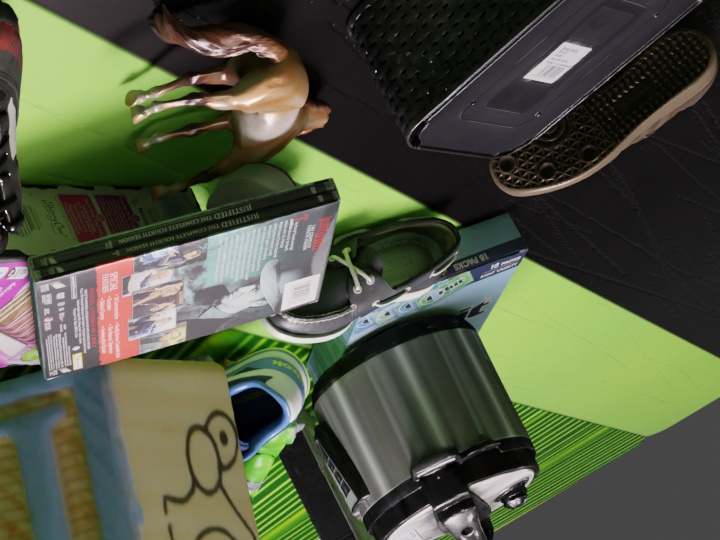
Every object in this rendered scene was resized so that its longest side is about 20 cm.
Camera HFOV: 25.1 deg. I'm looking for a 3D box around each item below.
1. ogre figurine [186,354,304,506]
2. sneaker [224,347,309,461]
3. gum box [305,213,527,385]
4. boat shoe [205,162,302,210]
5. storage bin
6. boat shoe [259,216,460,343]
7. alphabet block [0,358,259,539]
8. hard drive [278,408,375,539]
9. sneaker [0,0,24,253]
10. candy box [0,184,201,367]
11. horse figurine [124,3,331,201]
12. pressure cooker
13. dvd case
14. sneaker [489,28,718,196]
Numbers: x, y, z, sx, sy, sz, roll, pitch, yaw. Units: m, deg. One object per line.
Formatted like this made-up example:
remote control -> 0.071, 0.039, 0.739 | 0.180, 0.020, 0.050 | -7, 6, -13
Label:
ogre figurine -> -0.133, 0.142, 1.431 | 0.120, 0.098, 0.200 | -39, 113, 15
sneaker -> -0.134, 0.133, 1.334 | 0.199, 0.074, 0.082 | -31, -163, 4
gum box -> 0.048, 0.036, 1.493 | 0.169, 0.045, 0.200 | -19, 159, -21
boat shoe -> -0.062, -0.035, 1.156 | 0.068, 0.071, 0.200 | -59, 170, -23
storage bin -> 0.107, -0.167, 1.011 | 0.200, 0.094, 0.135 | -41, 156, 30
boat shoe -> 0.000, 0.000, 1.315 | 0.199, 0.076, 0.060 | -26, 165, -42
alphabet block -> -0.209, 0.179, 1.219 | 0.195, 0.197, 0.200 | -14, 170, 20
hard drive -> -0.033, 0.224, 1.619 | 0.038, 0.201, 0.140 | -30, 159, 1
sneaker -> -0.211, -0.061, 0.857 | 0.070, 0.098, 0.201 | -12, 154, -31
candy box -> -0.209, 0.006, 1.072 | 0.199, 0.061, 0.136 | -4, 149, -49
horse figurine -> -0.077, -0.103, 0.996 | 0.132, 0.050, 0.200 | -19, 161, -8
pressure cooker -> 0.065, 0.162, 1.464 | 0.175, 0.201, 0.179 | -8, 154, -42
dvd case -> -0.115, 0.007, 1.053 | 0.199, 0.022, 0.146 | -15, 155, -15
sneaker -> 0.198, -0.113, 1.287 | 0.199, 0.071, 0.076 | -30, 161, 9
